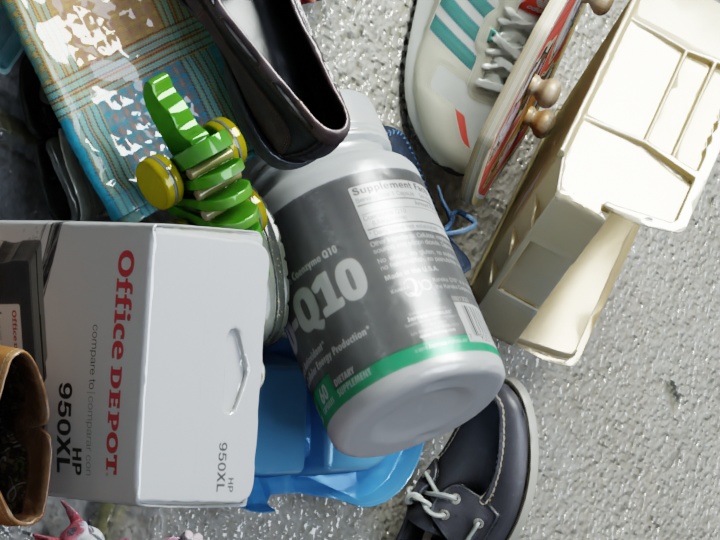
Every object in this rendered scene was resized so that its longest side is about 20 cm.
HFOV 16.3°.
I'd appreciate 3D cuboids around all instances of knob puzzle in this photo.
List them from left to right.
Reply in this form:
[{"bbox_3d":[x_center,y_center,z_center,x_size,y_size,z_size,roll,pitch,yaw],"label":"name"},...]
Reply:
[{"bbox_3d":[0.117,-0.118,1.624,0.220,0.030,0.220,-61,174,-12],"label":"knob puzzle"}]

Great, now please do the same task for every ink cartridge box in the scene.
[{"bbox_3d":[-0.150,0.047,1.338,0.084,0.199,0.146,5,88,-47],"label":"ink cartridge box"}]

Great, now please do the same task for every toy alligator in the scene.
[{"bbox_3d":[-0.074,-0.015,1.399,0.059,0.054,0.201,-30,116,-31],"label":"toy alligator"}]

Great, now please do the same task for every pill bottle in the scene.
[{"bbox_3d":[0.000,0.000,1.507,0.113,0.113,0.201,3,56,-47],"label":"pill bottle"}]

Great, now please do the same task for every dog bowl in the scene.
[{"bbox_3d":[-0.041,0.091,1.565,0.199,0.049,0.112,2,90,-46],"label":"dog bowl"}]

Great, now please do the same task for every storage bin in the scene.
[{"bbox_3d":[0.165,-0.064,1.654,0.093,0.200,0.199,28,59,-2],"label":"storage bin"}]

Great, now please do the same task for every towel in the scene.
[{"bbox_3d":[-0.124,-0.140,1.420,0.146,0.022,0.201,-31,100,-31],"label":"towel"}]

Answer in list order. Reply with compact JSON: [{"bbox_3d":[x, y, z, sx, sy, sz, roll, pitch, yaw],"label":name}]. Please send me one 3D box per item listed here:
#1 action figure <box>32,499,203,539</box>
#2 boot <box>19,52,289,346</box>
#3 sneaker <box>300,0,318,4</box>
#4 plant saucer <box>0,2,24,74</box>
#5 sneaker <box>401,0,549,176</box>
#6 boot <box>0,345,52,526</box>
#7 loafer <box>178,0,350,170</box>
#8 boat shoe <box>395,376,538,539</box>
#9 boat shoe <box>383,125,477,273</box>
[{"bbox_3d":[-0.110,0.209,1.459,0.200,0.134,0.149,53,9,-3],"label":"action figure"},{"bbox_3d":[-0.126,-0.039,1.453,0.130,0.068,0.201,-16,85,-42],"label":"boot"},{"bbox_3d":[-0.053,-0.199,1.523,0.199,0.078,0.083,-20,104,-45],"label":"sneaker"},{"bbox_3d":[-0.177,-0.207,1.434,0.070,0.019,0.201,51,56,-35],"label":"plant saucer"},{"bbox_3d":[0.088,-0.163,1.662,0.070,0.093,0.201,12,82,-46],"label":"sneaker"},{"bbox_3d":[-0.232,0.040,1.282,0.076,0.155,0.201,-15,102,-45],"label":"boot"},{"bbox_3d":[-0.060,-0.154,1.413,0.072,0.063,0.201,-31,98,-31],"label":"loafer"},{"bbox_3d":[0.059,0.162,1.628,0.062,0.073,0.201,4,114,-33],"label":"boat shoe"},{"bbox_3d":[0.047,-0.003,1.641,0.084,0.068,0.201,-40,119,-39],"label":"boat shoe"}]
